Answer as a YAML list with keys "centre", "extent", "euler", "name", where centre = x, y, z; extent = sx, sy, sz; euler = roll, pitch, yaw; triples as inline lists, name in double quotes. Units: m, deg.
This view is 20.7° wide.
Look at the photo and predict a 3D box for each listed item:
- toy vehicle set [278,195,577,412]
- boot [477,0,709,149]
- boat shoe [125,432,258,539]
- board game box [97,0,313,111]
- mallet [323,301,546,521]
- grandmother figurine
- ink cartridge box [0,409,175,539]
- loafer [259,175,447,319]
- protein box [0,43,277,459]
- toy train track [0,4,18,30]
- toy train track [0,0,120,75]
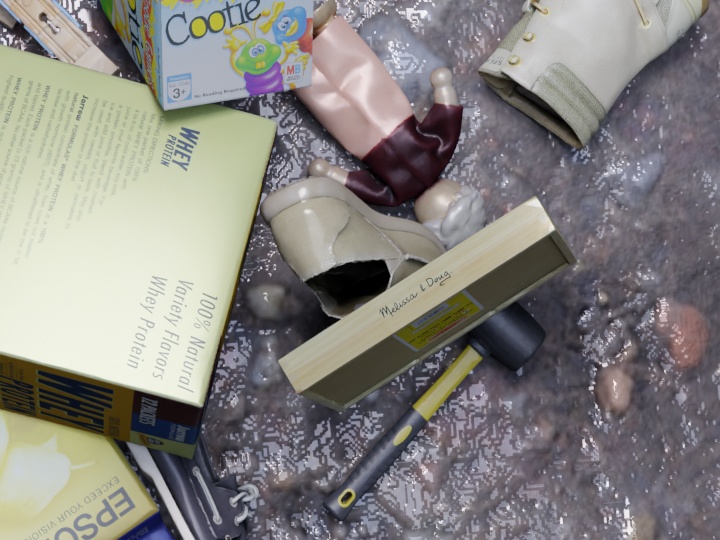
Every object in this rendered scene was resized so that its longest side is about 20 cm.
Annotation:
- centre: [0.049, 0.026, 1.319]
  extent: [0.199, 0.124, 0.027]
  euler: [-33, 75, 5]
  name: "toy vehicle set"
- centre: [0.132, -0.202, 1.411]
  extent: [0.200, 0.072, 0.155]
  euler: [43, 82, -5]
  name: "boot"
- centre: [-0.100, 0.157, 1.340]
  extent: [0.062, 0.073, 0.201]
  euler: [-30, 87, -8]
  name: "boat shoe"
- centre: [-0.111, -0.202, 1.284]
  extent: [0.104, 0.200, 0.104]
  euler: [-11, 126, -18]
  name: "board game box"
- centre: [0.040, 0.088, 1.391]
  extent: [0.200, 0.041, 0.066]
  euler: [-41, 93, -6]
  name: "mallet"
- centre: [0.021, -0.096, 1.391]
  extent: [0.121, 0.061, 0.201]
  euler: [-36, 96, 17]
  name: "grandmother figurine"
- centre: [-0.240, 0.180, 1.327]
  extent: [0.197, 0.047, 0.201]
  euler: [-35, 90, -12]
  name: "ink cartridge box"
- centre: [0.000, 0.000, 1.321]
  extent: [0.075, 0.200, 0.069]
  euler: [-23, 63, 26]
  name: "loafer"
- centre: [-0.176, -0.010, 1.276]
  extent: [0.198, 0.135, 0.200]
  euler: [15, 70, -3]
  name: "protein box"
- centre: [-0.195, -0.257, 1.372]
  extent: [0.114, 0.033, 0.201]
  euler: [35, 82, -6]
  name: "toy train track"
- centre: [-0.241, -0.197, 1.330]
  extent: [0.115, 0.033, 0.200]
  euler: [-45, 81, 1]
  name: "toy train track"
